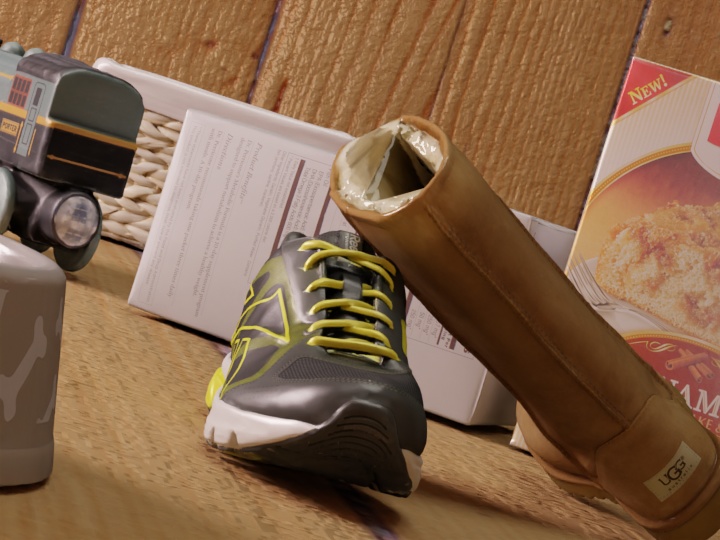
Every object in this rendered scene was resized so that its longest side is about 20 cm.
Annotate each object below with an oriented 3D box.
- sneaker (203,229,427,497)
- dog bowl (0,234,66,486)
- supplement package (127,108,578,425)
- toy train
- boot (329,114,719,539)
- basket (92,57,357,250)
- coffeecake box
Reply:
[{"bbox_3d":[-0.017,0.027,0.894,0.074,0.085,0.200,15,2,-13],"label":"sneaker"},{"bbox_3d":[-0.174,0.001,0.689,0.199,0.059,0.200,18,2,-1],"label":"dog bowl"},{"bbox_3d":[0.000,0.000,1.285,0.199,0.110,0.114,19,3,21],"label":"supplement package"},{"bbox_3d":[-0.196,-0.071,1.397,0.085,0.115,0.200,16,3,-34],"label":"toy train"},{"bbox_3d":[0.061,0.014,1.012,0.200,0.066,0.175,46,-8,-22],"label":"boot"},{"bbox_3d":[-0.114,-0.068,1.788,0.199,0.124,0.136,17,3,-6],"label":"basket"},{"bbox_3d":[0.181,0.015,1.202,0.153,0.201,0.073,18,3,22],"label":"coffeecake box"}]
